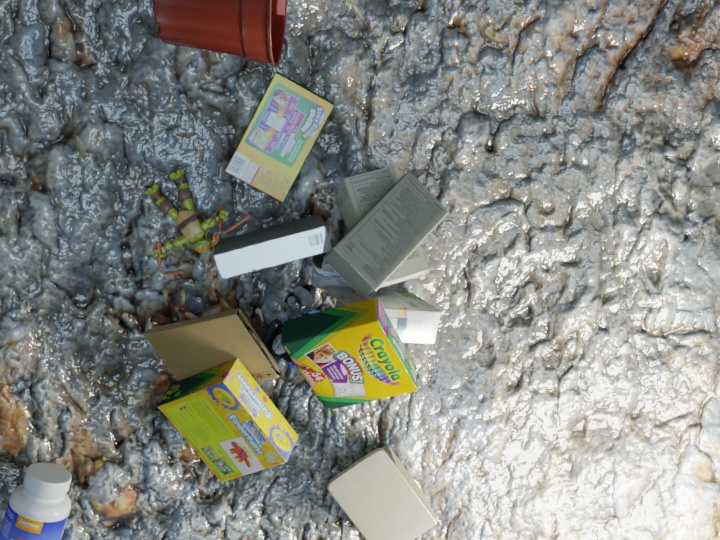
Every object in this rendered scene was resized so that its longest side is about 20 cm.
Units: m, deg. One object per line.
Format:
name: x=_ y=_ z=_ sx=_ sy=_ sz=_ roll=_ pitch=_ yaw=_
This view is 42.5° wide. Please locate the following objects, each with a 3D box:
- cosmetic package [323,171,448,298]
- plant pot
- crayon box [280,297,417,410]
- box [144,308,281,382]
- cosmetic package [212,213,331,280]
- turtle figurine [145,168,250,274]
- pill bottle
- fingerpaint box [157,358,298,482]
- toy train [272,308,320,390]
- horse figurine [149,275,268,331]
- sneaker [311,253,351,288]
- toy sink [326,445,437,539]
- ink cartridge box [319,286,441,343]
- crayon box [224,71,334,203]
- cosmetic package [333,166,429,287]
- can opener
cosmetic package: x=0.044 y=-0.060 z=1.567 sx=0.104 sy=0.073 sz=0.200 roll=46 pitch=69 yaw=-3
plant pot: x=-0.230 y=-0.444 z=1.531 sx=0.194 sy=0.201 sz=0.202 roll=4 pitch=102 yaw=1
crayon box: x=-0.015 y=0.147 z=1.578 sx=0.172 sy=0.058 sz=0.200 roll=-14 pitch=134 yaw=17
box: x=-0.265 y=0.148 z=1.662 sx=0.199 sy=0.021 sz=0.164 roll=-13 pitch=126 yaw=24
cosmetic package: x=-0.155 y=-0.044 z=1.634 sx=0.199 sy=0.151 sz=0.052 roll=-15 pitch=105 yaw=-2
turtle figurine: x=-0.299 y=-0.095 z=1.645 sx=0.200 sy=0.064 sz=0.162 roll=-31 pitch=88 yaw=17
pill bottle: x=-0.604 y=0.465 z=1.717 sx=0.112 sy=0.112 sz=0.201 roll=18 pitch=100 yaw=-9
fingerpaint box: x=-0.239 y=0.275 z=1.689 sx=0.167 sy=0.073 sz=0.200 roll=-23 pitch=113 yaw=30
toy train: x=-0.075 y=0.154 z=1.684 sx=0.114 sy=0.087 sz=0.200 roll=-40 pitch=129 yaw=12
horse figurine: x=-0.281 y=0.075 z=1.693 sx=0.199 sy=0.050 sz=0.133 roll=-19 pitch=119 yaw=-9
sneaker: x=0.000 y=0.000 z=1.709 sx=0.199 sy=0.075 sz=0.087 roll=0 pitch=143 yaw=-18
toy sink: x=0.033 y=0.423 z=1.772 sx=0.130 sy=0.112 sz=0.200 roll=-35 pitch=108 yaw=2
ink cartridge box: x=0.029 y=0.080 z=1.663 sx=0.199 sy=0.117 sz=0.068 roll=5 pitch=104 yaw=-29
crayon box: x=-0.144 y=-0.236 z=1.642 sx=0.119 sy=0.058 sz=0.200 roll=28 pitch=98 yaw=-11
cosmetic package: x=0.036 y=-0.073 z=1.644 sx=0.105 sy=0.071 sz=0.201 roll=-15 pitch=83 yaw=-21
can opener: x=-0.140 y=0.117 z=1.715 sx=0.053 sy=0.066 sz=0.200 roll=41 pitch=105 yaw=31
